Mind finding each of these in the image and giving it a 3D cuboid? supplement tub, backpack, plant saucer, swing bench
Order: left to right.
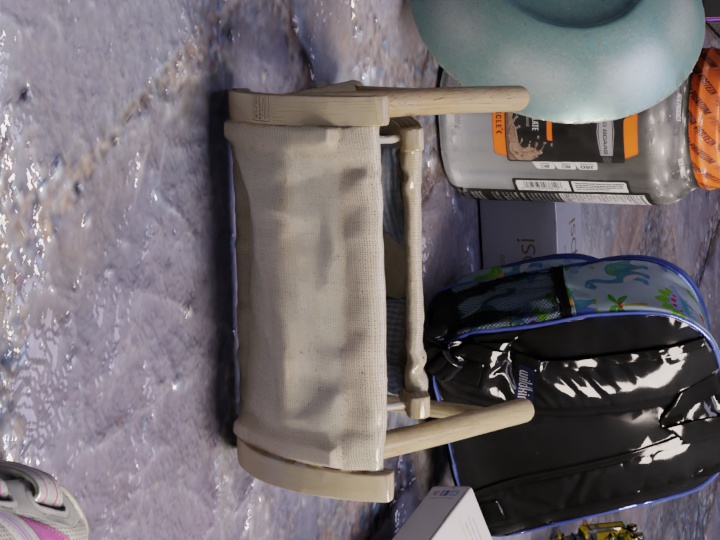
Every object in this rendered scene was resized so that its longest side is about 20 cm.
[{"bbox_3d":[0.000,0.000,0.917,0.200,0.129,0.201,-15,107,-61],"label":"swing bench"},{"bbox_3d":[0.134,-0.188,1.113,0.039,0.200,0.202,100,7,-56],"label":"plant saucer"},{"bbox_3d":[0.155,0.075,1.193,0.147,0.198,0.184,-87,166,-60],"label":"backpack"},{"bbox_3d":[0.164,-0.109,1.194,0.122,0.199,0.124,2,90,-67],"label":"supplement tub"}]

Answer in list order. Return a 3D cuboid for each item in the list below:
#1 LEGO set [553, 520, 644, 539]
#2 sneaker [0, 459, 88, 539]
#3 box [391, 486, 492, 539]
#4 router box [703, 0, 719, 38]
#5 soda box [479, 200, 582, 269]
[{"bbox_3d":[0.186,0.317,1.456,0.154,0.115,0.201,-110,-163,-69],"label":"LEGO set"},{"bbox_3d":[-0.153,0.105,0.631,0.201,0.081,0.089,75,26,-53],"label":"sneaker"},{"bbox_3d":[0.039,0.254,1.073,0.200,0.036,0.145,-45,120,-45],"label":"box"},{"bbox_3d":[0.461,-0.389,2.056,0.149,0.051,0.202,15,78,-65],"label":"router box"},{"bbox_3d":[0.136,0.018,1.316,0.068,0.063,0.202,-35,123,-61],"label":"soda box"}]
